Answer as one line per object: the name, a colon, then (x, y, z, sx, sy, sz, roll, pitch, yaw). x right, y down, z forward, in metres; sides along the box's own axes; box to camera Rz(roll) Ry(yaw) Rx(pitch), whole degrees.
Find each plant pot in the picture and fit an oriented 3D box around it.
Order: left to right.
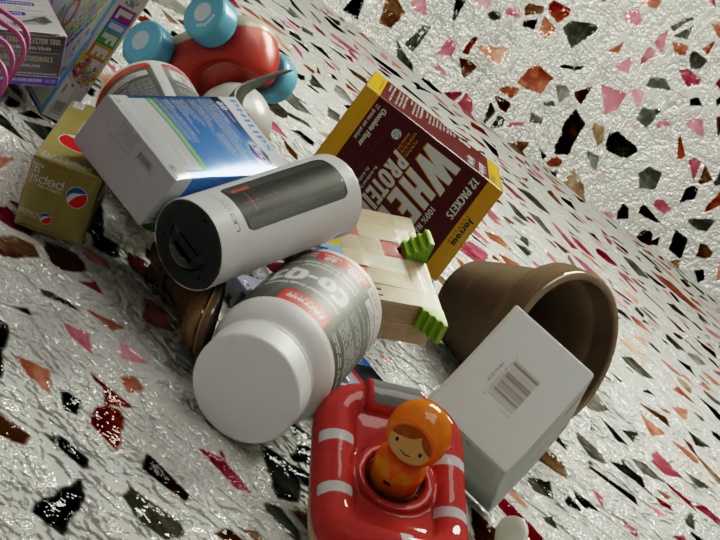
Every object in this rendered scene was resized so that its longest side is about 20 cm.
plant pot: (0.184, 0.070, 1.790, 0.199, 0.202, 0.174, 24, 2, -42)

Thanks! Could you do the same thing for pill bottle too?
pill bottle: (-0.201, -0.123, 1.529, 0.115, 0.116, 0.201, 28, 19, -35)
pill bottle: (-0.062, 0.064, 1.288, 0.114, 0.114, 0.200, 39, 26, 3)

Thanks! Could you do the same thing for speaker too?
speaker: (-0.088, -0.045, 1.316, 0.081, 0.082, 0.199, 44, 37, 19)

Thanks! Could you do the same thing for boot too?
boot: (-0.160, 0.022, 1.330, 0.075, 0.074, 0.200, 19, 13, -12)

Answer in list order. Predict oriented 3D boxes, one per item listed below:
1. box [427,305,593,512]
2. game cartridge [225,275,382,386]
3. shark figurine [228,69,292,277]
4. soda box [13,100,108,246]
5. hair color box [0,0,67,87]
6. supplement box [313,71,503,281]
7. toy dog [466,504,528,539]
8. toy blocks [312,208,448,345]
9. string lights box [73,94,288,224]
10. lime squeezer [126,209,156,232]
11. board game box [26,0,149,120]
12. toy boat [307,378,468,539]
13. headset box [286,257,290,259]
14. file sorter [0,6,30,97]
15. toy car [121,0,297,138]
box: (0.134, 0.135, 1.408, 0.097, 0.124, 0.200, 42, -14, 14)
game cartridge: (-0.044, 0.082, 1.469, 0.129, 0.039, 0.200, 12, 31, -51)
shark figurine: (-0.114, -0.112, 1.582, 0.088, 0.217, 0.128, -4, 17, -22)
soda box: (-0.262, -0.093, 1.370, 0.063, 0.068, 0.200, 19, 19, -7)
hair color box: (-0.385, -0.267, 1.550, 0.108, 0.065, 0.200, 1, 33, -27)
supplement box: (0.052, -0.117, 1.778, 0.199, 0.133, 0.197, 37, 12, -4)
toy dog: (0.092, 0.216, 1.281, 0.200, 0.097, 0.132, 42, 18, 12)
toy blocks: (0.000, 0.000, 1.569, 0.135, 0.101, 0.201, 10, 38, -23)
string lights box: (-0.154, -0.103, 1.344, 0.103, 0.059, 0.199, 51, 25, 15)
lime squeezer: (-0.177, -0.060, 1.398, 0.200, 0.070, 0.038, 49, -22, 15)
board game box: (-0.293, -0.274, 1.582, 0.034, 0.201, 0.135, 22, 22, -43)
toy boat: (0.032, 0.154, 1.170, 0.129, 0.131, 0.201, 13, 43, -13)
headset box: (-0.008, -0.018, 1.749, 0.199, 0.078, 0.149, 38, 15, 4)
file sorter: (-0.367, -0.167, 1.251, 0.138, 0.126, 0.200, 33, 16, -17)
toy car: (-0.174, -0.193, 1.798, 0.184, 0.175, 0.202, 40, 36, -55)
